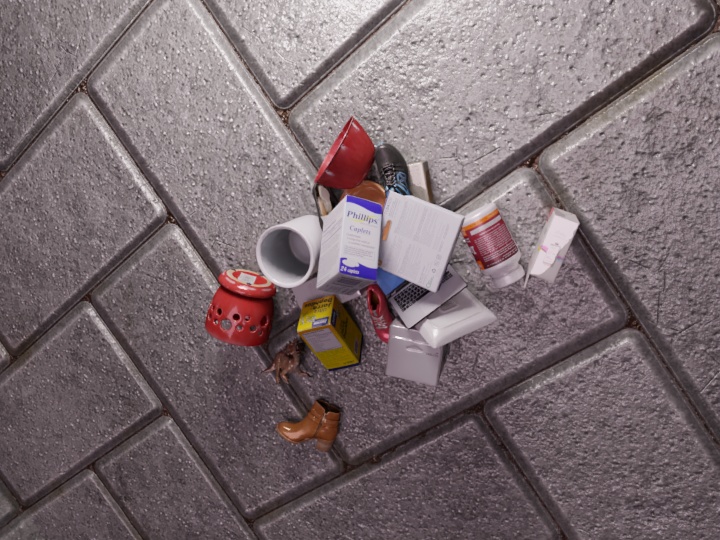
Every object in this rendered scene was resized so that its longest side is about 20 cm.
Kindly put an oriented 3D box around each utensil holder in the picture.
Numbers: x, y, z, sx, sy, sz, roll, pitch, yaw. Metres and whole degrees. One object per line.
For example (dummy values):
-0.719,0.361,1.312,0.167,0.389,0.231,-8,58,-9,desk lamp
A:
-0.174,-0.060,1.552,0.167,0.200,0.173,4,106,16,utensil holder

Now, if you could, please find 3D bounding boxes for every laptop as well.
0.134,0.006,1.418,0.186,0.201,0.116,-37,133,3,laptop

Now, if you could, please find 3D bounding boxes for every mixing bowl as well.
-0.029,-0.292,1.462,0.108,0.201,0.201,30,113,-14,mixing bowl

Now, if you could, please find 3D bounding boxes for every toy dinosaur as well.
-0.231,0.280,1.733,0.198,0.085,0.138,-11,91,37,toy dinosaur

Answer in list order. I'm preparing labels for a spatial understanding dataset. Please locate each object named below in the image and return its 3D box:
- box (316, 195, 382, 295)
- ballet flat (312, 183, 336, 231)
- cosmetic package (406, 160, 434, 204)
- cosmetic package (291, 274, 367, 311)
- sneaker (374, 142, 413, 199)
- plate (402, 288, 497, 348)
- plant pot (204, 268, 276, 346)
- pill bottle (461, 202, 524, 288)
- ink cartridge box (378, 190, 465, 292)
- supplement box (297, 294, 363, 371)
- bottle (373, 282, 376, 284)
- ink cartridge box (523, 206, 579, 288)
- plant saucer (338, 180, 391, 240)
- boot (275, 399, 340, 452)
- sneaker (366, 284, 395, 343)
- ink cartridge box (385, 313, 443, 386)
-0.029,-0.058,1.397,0.103,0.184,0.203,11,73,-20,box
-0.090,-0.161,1.534,0.067,0.068,0.202,-21,77,-10,ballet flat
0.143,-0.185,1.485,0.104,0.071,0.203,-6,103,19,cosmetic package
-0.092,0.054,1.626,0.198,0.071,0.103,-22,97,21,cosmetic package
0.088,-0.230,1.407,0.072,0.082,0.202,-21,97,21,sneaker
0.220,0.096,1.435,0.197,0.200,0.033,-21,131,-17,plate
-0.350,0.106,1.660,0.198,0.200,0.185,22,104,11,plant pot
0.343,-0.062,1.431,0.112,0.113,0.202,-27,95,22,pill bottle
0.135,-0.075,1.371,0.198,0.043,0.199,24,109,17,ink cartridge box
-0.083,0.183,1.594,0.107,0.110,0.201,-14,132,20,supplement box
0.000,0.000,1.530,0.197,0.065,0.085,-7,80,-18,bottle
0.477,-0.047,1.391,0.067,0.116,0.202,22,111,11,ink cartridge box
0.018,-0.146,1.525,0.198,0.037,0.204,5,98,38,plant saucer
-0.163,0.481,1.769,0.197,0.074,0.157,17,111,0,boot
0.050,0.123,1.591,0.073,0.087,0.203,-10,102,21,sneaker
0.165,0.194,1.512,0.145,0.200,0.148,10,108,15,ink cartridge box
